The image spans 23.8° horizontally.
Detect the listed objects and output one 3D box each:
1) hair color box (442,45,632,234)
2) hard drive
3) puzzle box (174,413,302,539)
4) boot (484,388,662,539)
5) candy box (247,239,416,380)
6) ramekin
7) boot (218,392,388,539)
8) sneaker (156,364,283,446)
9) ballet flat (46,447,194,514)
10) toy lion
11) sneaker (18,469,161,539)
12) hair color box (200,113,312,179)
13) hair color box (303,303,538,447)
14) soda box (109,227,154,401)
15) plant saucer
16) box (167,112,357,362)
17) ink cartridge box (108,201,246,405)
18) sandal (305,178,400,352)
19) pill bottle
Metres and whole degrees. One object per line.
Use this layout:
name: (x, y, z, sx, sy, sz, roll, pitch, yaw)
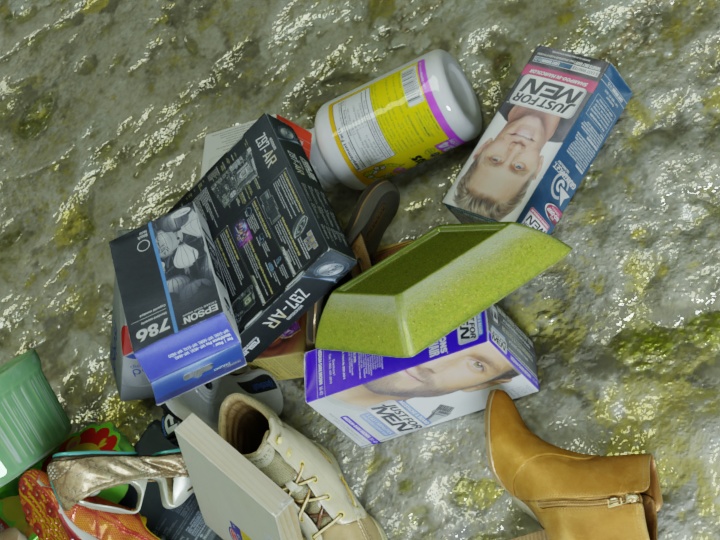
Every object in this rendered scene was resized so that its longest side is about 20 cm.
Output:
hair color box: (0.181, -0.125, 1.737, 0.100, 0.061, 0.200, 21, 75, 43)
hard drive: (-0.188, 0.250, 1.766, 0.200, 0.033, 0.140, 25, 77, 43)
puzzle box: (-0.106, 0.225, 1.591, 0.133, 0.200, 0.025, 37, 66, 24)
boot: (0.192, 0.180, 1.527, 0.144, 0.071, 0.202, -19, 55, 17)
candy box: (-0.019, 0.043, 1.770, 0.200, 0.056, 0.117, -10, 55, 29)
ramekin: (-0.403, 0.178, 1.801, 0.200, 0.098, 0.200, -32, 6, 4)
boot: (-0.055, 0.211, 1.611, 0.073, 0.155, 0.200, -37, 46, 8)
sneaker: (-0.170, 0.145, 1.723, 0.112, 0.200, 0.073, -25, 74, 24)
ballet flat: (-0.212, 0.208, 1.702, 0.071, 0.200, 0.065, 147, 118, -68)
toy lion: (-0.330, 0.239, 1.834, 0.192, 0.069, 0.200, -50, 31, -12)
sneaker: (-0.262, 0.262, 1.715, 0.200, 0.073, 0.077, 33, 38, 19)
hair color box: (-0.117, -0.053, 1.801, 0.111, 0.064, 0.200, -12, 64, 40)
hair color box: (0.058, 0.098, 1.641, 0.200, 0.109, 0.065, -22, 50, 23)
soda box: (-0.228, 0.048, 1.822, 0.063, 0.200, 0.068, -6, 46, -18)
plant saucer: (0.066, 0.008, 1.599, 0.200, 0.048, 0.200, -31, 14, -23)
box: (-0.103, -0.034, 1.703, 0.160, 0.043, 0.200, -44, 49, 20)
ink cartridge box: (-0.179, 0.029, 1.654, 0.099, 0.039, 0.200, -25, 49, 4)
sandal: (0.000, 0.000, 1.709, 0.055, 0.082, 0.200, 21, 65, 20)
pill bottle: (0.023, -0.152, 1.837, 0.200, 0.104, 0.104, -24, 50, 21)
